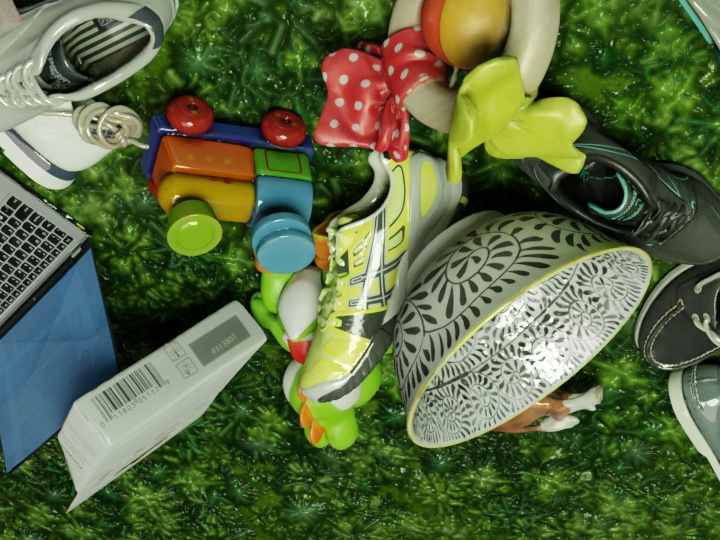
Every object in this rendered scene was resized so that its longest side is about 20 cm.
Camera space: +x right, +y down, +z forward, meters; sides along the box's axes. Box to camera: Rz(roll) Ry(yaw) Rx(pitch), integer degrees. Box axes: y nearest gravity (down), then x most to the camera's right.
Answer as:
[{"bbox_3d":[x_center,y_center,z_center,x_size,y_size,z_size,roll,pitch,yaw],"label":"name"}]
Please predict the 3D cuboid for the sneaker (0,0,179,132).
[{"bbox_3d":[-0.210,-0.137,0.791,0.199,0.071,0.073,-27,122,21],"label":"sneaker"}]

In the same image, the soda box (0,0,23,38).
[{"bbox_3d":[-0.294,-0.227,0.748,0.063,0.068,0.201,-25,93,29],"label":"soda box"}]

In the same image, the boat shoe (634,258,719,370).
[{"bbox_3d":[0.282,0.021,0.896,0.074,0.060,0.200,34,128,-18],"label":"boat shoe"}]

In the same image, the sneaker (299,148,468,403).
[{"bbox_3d":[0.000,0.000,0.880,0.076,0.075,0.201,28,87,-22],"label":"sneaker"}]

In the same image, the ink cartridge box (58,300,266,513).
[{"bbox_3d":[-0.178,0.115,1.001,0.057,0.162,0.200,54,147,3],"label":"ink cartridge box"}]

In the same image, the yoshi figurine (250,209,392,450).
[{"bbox_3d":[-0.027,0.045,0.980,0.111,0.112,0.201,-19,118,-24],"label":"yoshi figurine"}]

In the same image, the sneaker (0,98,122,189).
[{"bbox_3d":[-0.258,-0.150,0.867,0.080,0.077,0.200,-34,123,23],"label":"sneaker"}]

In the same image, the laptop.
[{"bbox_3d":[-0.309,0.036,0.997,0.200,0.116,0.187,38,126,-20],"label":"laptop"}]

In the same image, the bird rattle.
[{"bbox_3d":[0.064,-0.136,0.771,0.112,0.200,0.164,11,102,-36],"label":"bird rattle"}]

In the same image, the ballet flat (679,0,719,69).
[{"bbox_3d":[0.244,-0.151,0.756,0.063,0.068,0.200,-26,121,21],"label":"ballet flat"}]

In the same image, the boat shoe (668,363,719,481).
[{"bbox_3d":[0.327,0.150,0.990,0.062,0.073,0.200,-25,116,33],"label":"boat shoe"}]

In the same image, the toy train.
[{"bbox_3d":[-0.127,-0.058,0.849,0.199,0.116,0.085,6,134,-20],"label":"toy train"}]

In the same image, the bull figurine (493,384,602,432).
[{"bbox_3d":[0.131,0.049,0.947,0.121,0.065,0.201,3,129,13],"label":"bull figurine"}]

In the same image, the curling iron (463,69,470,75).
[{"bbox_3d":[0.138,-0.093,0.852,0.049,0.026,0.200,-22,122,31],"label":"curling iron"}]

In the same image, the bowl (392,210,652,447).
[{"bbox_3d":[0.091,0.022,0.821,0.200,0.094,0.201,-29,153,-16],"label":"bowl"}]

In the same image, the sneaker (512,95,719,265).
[{"bbox_3d":[0.185,-0.044,0.832,0.199,0.079,0.076,24,116,-24],"label":"sneaker"}]
